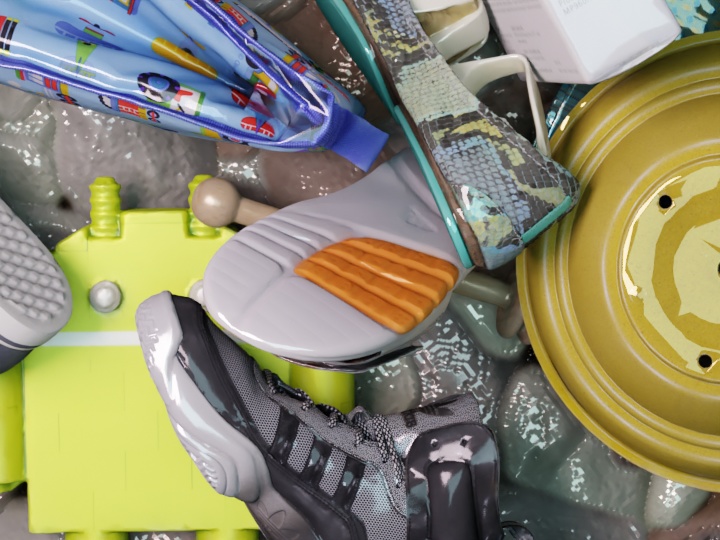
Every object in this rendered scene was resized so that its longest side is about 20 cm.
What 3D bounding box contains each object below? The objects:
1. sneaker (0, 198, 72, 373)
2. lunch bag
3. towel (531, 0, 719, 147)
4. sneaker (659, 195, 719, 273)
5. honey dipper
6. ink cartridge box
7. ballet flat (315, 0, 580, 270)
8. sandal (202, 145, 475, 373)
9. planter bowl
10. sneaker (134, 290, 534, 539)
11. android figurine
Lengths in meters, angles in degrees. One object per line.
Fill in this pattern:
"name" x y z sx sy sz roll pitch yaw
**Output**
"sneaker" -0.214 -0.035 1.000 0.079 0.078 0.200 -36 88 32
"lunch bag" -0.082 -0.092 0.980 0.199 0.151 0.094 28 93 2
"towel" 0.180 -0.045 1.066 0.199 0.022 0.147 27 94 -5
"sneaker" 0.180 0.003 1.029 0.199 0.078 0.071 9 96 13
"honey dipper" 0.019 -0.003 1.039 0.199 0.038 0.038 17 93 -12
"ink cartridge box" 0.052 -0.173 0.954 0.047 0.160 0.201 -28 97 -2
"ballet flat" 0.037 -0.084 0.998 0.074 0.074 0.201 -28 56 1
"sandal" 0.007 0.005 0.983 0.079 0.206 0.059 37 126 17
"planter bowl" 0.156 -0.002 0.952 0.199 0.083 0.202 0 92 14
"sneaker" -0.007 0.071 1.005 0.114 0.076 0.200 -34 104 2
"android figurine" -0.092 0.056 1.055 0.181 0.041 0.201 1 96 -2
